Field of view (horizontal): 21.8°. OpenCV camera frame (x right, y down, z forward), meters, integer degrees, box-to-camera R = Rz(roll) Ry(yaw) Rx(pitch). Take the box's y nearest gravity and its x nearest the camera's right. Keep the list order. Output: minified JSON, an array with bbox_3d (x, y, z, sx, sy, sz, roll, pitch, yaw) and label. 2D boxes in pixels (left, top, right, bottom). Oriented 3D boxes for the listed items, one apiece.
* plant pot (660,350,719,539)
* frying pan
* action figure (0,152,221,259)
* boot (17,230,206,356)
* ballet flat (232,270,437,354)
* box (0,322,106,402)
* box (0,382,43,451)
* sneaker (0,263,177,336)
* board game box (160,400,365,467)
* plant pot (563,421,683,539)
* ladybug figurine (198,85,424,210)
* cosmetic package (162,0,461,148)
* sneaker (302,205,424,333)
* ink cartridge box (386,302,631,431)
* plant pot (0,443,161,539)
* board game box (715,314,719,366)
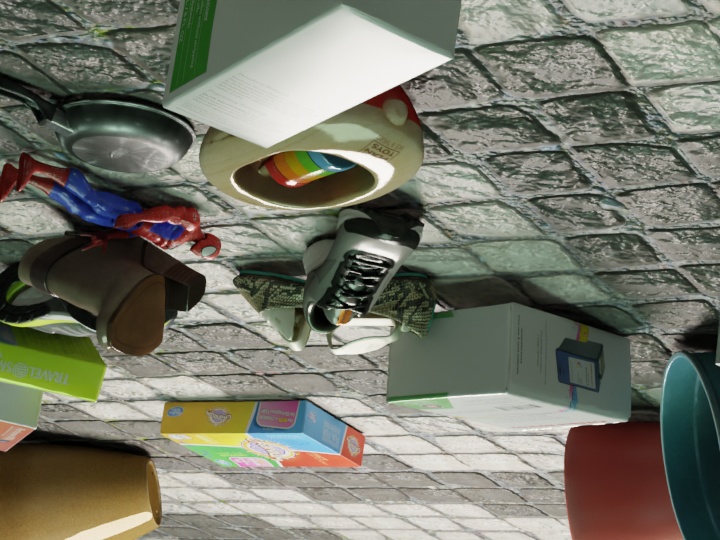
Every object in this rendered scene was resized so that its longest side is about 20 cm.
[{"bbox_3d":[0.400,0.165,1.759,0.187,0.201,0.200,-7,162,-6],"label":"plant pot"},{"bbox_3d":[-0.205,-0.114,1.420,0.114,0.031,0.190,-7,159,32],"label":"frying pan"},{"bbox_3d":[-0.206,-0.046,1.585,0.199,0.052,0.065,16,156,-29],"label":"action figure"},{"bbox_3d":[-0.230,0.015,1.616,0.145,0.071,0.200,15,-165,17],"label":"boot"},{"bbox_3d":[-0.029,0.039,1.710,0.199,0.076,0.068,1,163,18],"label":"ballet flat"},{"bbox_3d":[-0.371,0.080,1.936,0.199,0.048,0.122,14,-172,-20],"label":"box"},{"bbox_3d":[-0.456,0.115,2.045,0.199,0.107,0.152,15,160,-19],"label":"box"},{"bbox_3d":[-0.256,0.030,1.801,0.199,0.074,0.081,6,169,28],"label":"sneaker"},{"bbox_3d":[-0.117,0.197,2.248,0.199,0.041,0.153,-3,158,29],"label":"board game box"},{"bbox_3d":[0.332,0.250,2.028,0.176,0.202,0.200,-11,155,21],"label":"plant pot"},{"bbox_3d":[-0.032,-0.098,1.326,0.135,0.072,0.199,23,156,-37],"label":"ladybug figurine"},{"bbox_3d":[-0.027,-0.156,1.107,0.084,0.108,0.200,20,156,-29],"label":"cosmetic package"},{"bbox_3d":[0.000,0.000,1.586,0.073,0.080,0.200,14,159,-13],"label":"sneaker"},{"bbox_3d":[0.142,0.094,1.754,0.145,0.088,0.199,-9,162,41],"label":"ink cartridge box"},{"bbox_3d":[-0.372,0.312,2.502,0.198,0.188,0.187,-8,159,4],"label":"plant pot"},{"bbox_3d":[0.360,0.027,1.420,0.199,0.149,0.064,24,158,-38],"label":"board game box"}]
